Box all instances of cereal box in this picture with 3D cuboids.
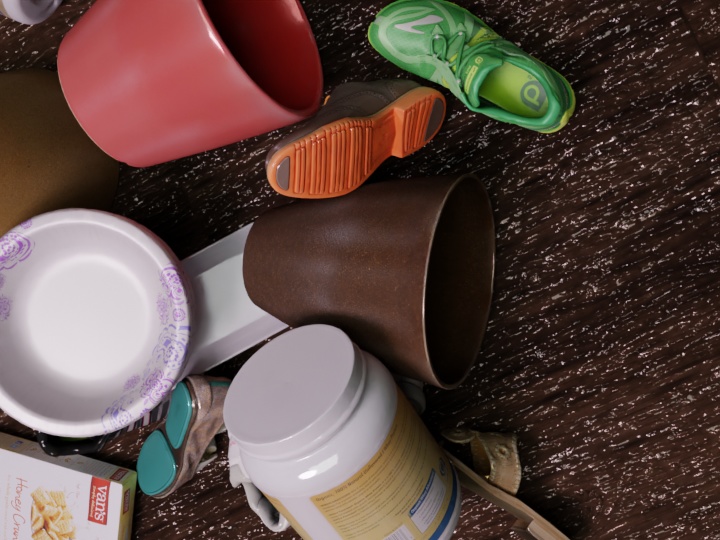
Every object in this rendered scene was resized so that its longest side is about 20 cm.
[{"bbox_3d":[-0.343,0.262,1.117,0.198,0.040,0.145,12,106,14],"label":"cereal box"}]

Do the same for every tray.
[{"bbox_3d":[-0.163,0.044,1.020,0.199,0.022,0.108,-28,93,-5],"label":"tray"}]

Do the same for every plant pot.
[{"bbox_3d":[-0.158,-0.191,0.926,0.176,0.200,0.202,-24,95,24],"label":"plant pot"},{"bbox_3d":[-0.355,-0.093,0.975,0.185,0.200,0.188,3,103,11],"label":"plant pot"},{"bbox_3d":[0.000,0.000,0.937,0.198,0.187,0.189,6,103,24],"label":"plant pot"}]

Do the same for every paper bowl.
[{"bbox_3d":[-0.251,0.046,0.949,0.199,0.104,0.203,0,91,-4],"label":"paper bowl"}]

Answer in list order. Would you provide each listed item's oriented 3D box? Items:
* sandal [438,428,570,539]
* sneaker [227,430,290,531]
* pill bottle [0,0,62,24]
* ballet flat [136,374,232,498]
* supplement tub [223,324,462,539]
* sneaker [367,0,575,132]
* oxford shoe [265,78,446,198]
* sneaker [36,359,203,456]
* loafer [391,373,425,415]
[{"bbox_3d":[0.136,0.192,1.002,0.211,0.078,0.070,40,75,-5],"label":"sandal"},{"bbox_3d":[-0.062,0.209,0.987,0.078,0.100,0.200,-22,135,36],"label":"sneaker"},{"bbox_3d":[-0.381,-0.321,0.981,0.199,0.111,0.112,24,105,7],"label":"pill bottle"},{"bbox_3d":[-0.170,0.171,1.045,0.200,0.067,0.068,-54,53,46],"label":"ballet flat"},{"bbox_3d":[-0.013,0.157,0.876,0.144,0.145,0.201,-22,126,16],"label":"supplement tub"},{"bbox_3d":[0.099,-0.186,0.914,0.199,0.084,0.075,26,106,7],"label":"sneaker"},{"bbox_3d":[-0.015,-0.120,0.907,0.073,0.199,0.072,35,133,31],"label":"oxford shoe"},{"bbox_3d":[-0.250,0.139,1.054,0.199,0.087,0.074,-26,94,16],"label":"sneaker"},{"bbox_3d":[-0.025,0.131,1.021,0.199,0.063,0.072,-19,137,25],"label":"loafer"}]
